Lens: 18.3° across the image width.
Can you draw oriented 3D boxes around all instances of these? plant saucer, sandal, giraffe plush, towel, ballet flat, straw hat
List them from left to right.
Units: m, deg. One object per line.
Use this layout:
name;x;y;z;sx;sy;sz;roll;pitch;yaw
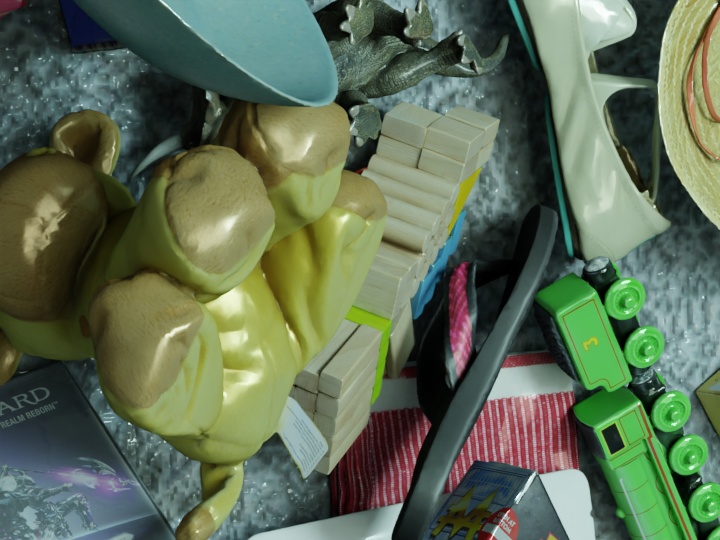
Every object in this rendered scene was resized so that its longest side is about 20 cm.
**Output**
plant saucer;-0.089;-0.130;0.854;0.039;0.201;0.201;-39;114;16
giraffe plush;-0.098;0.000;0.954;0.173;0.162;0.201;-49;152;-32
sandal;0.047;0.039;1.074;0.045;0.075;0.200;24;57;5
towel;0.053;0.144;1.127;0.143;0.023;0.201;-4;95;-29
ballet flat;0.115;-0.101;1.119;0.069;0.069;0.201;-24;109;-25
straw hat;0.221;-0.093;1.170;0.200;0.085;0.202;0;91;-23

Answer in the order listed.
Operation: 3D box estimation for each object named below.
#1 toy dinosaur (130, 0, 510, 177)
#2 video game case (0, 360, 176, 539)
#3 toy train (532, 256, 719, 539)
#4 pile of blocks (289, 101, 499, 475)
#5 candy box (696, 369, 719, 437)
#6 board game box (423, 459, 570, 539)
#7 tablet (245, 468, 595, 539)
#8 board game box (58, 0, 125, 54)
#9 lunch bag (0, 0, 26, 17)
toy dinosaur;-0.011;-0.100;1.043;0.200;0.102;0.077;-34;118;-38
video game case;-0.144;0.133;0.941;0.142;0.200;0.019;-20;142;-26
toy train;0.142;0.083;1.149;0.056;0.042;0.201;-29;116;-9
pile of blocks;0.000;0.000;1.076;0.062;0.082;0.201;21;61;16
candy box;0.291;0.056;1.233;0.200;0.056;0.117;-39;109;-23
board game box;0.050;0.203;1.066;0.199;0.062;0.201;-18;99;-27
tablet;0.035;0.177;1.099;0.199;0.014;0.131;-8;96;-30
board game box;-0.046;-0.200;1.013;0.199;0.097;0.160;-19;102;-26
lunch bag;-0.209;-0.169;0.866;0.082;0.200;0.177;-28;105;-17
